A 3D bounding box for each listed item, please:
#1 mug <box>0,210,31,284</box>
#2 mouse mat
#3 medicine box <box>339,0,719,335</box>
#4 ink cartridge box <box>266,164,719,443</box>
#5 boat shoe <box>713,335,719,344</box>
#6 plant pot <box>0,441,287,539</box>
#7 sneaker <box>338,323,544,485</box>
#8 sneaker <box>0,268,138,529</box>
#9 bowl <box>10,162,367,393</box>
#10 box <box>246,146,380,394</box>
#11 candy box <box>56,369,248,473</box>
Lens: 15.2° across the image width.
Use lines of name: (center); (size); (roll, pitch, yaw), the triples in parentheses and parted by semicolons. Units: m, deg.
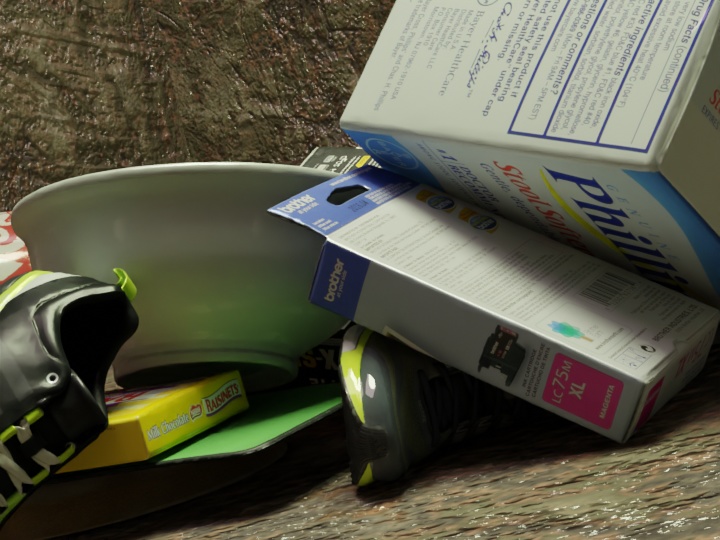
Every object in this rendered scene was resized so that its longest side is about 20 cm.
mug: (-0.237, 0.005, 2.144); (0.199, 0.134, 0.177); (-12, 7, -17)
mouse mat: (-0.094, 0.084, 1.370); (0.199, 0.008, 0.161); (-12, 6, 30)
medicine box: (0.125, -0.059, 1.348); (0.199, 0.103, 0.182); (11, -22, 42)
ink cartridge box: (0.061, 0.011, 1.285); (0.199, 0.042, 0.119); (26, 24, 17)
boat shoe: (0.183, 0.004, 1.433); (0.199, 0.067, 0.070); (-10, 6, 34)
plant pot: (-0.138, 0.105, 1.427); (0.199, 0.028, 0.200); (-14, 6, 2)
sneaker: (0.046, 0.051, 1.306); (0.080, 0.074, 0.200); (-3, 14, 22)
sneaker: (-0.162, 0.068, 1.256); (0.082, 0.072, 0.201); (-5, 44, 32)
bowl: (-0.082, 0.012, 1.396); (0.199, 0.091, 0.201); (-2, -13, 0)
box: (0.000, 0.000, 1.545); (0.159, 0.050, 0.200); (4, 37, 31)
candy box: (-0.165, 0.085, 1.364); (0.199, 0.027, 0.102); (-10, 9, 28)
